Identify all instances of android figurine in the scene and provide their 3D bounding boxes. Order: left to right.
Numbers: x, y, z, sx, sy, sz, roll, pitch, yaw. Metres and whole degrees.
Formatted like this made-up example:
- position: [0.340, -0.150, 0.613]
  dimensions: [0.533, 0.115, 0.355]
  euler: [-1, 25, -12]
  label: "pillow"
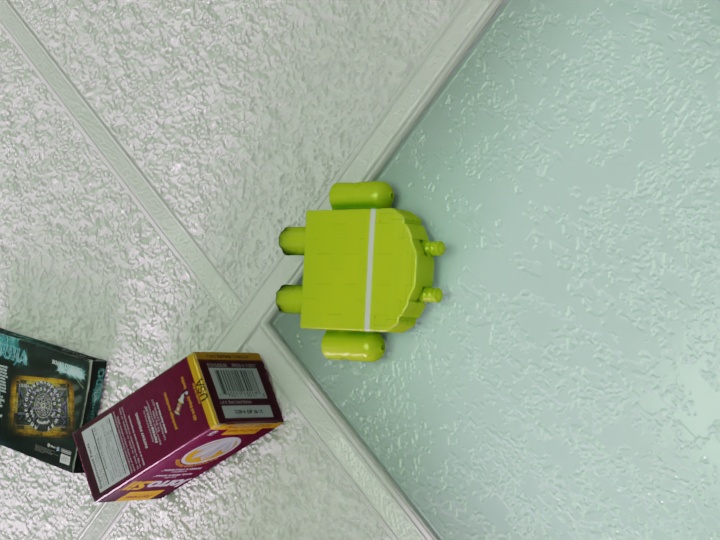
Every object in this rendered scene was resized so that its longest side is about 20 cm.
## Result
- position: [0.000, 0.000, 1.477]
  dimensions: [0.199, 0.041, 0.184]
  euler: [-2, 84, 37]
  label: "android figurine"

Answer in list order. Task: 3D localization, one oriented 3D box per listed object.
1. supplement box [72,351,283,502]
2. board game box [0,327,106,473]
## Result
- position: [-0.196, 0.169, 1.562]
  dimensions: [0.199, 0.110, 0.086]
  euler: [-34, 67, 30]
  label: "supplement box"
- position: [-0.390, 0.153, 1.757]
  dimensions: [0.199, 0.028, 0.137]
  euler: [13, 93, 37]
  label: "board game box"
